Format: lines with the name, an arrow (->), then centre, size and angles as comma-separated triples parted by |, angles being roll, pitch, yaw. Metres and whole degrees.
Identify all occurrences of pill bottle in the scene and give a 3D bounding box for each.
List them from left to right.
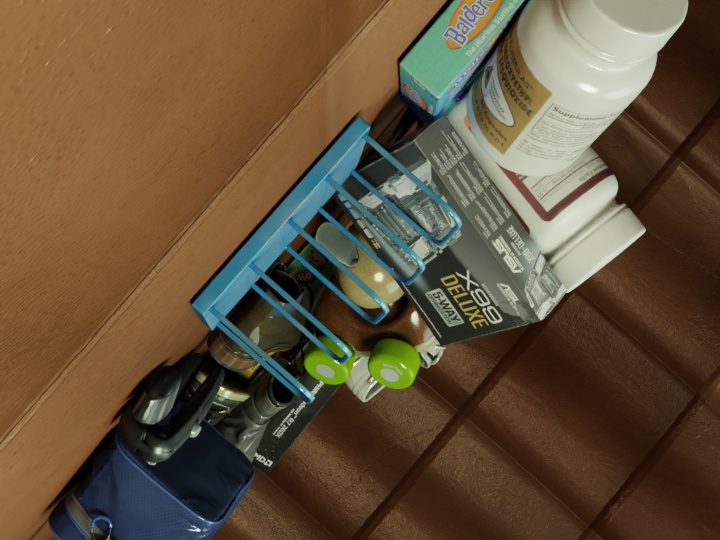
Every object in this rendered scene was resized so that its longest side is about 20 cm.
pill bottle -> 0.172, -0.086, 1.016 | 0.114, 0.200, 0.114 | -36, 171, -7
pill bottle -> 0.170, -0.169, 0.855 | 0.114, 0.114, 0.200 | -48, 177, -28

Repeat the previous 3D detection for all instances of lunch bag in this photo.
lunch bag -> -0.207, 0.229, 1.042 | 0.132, 0.136, 0.200 | -50, 177, 13

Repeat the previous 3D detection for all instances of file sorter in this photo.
file sorter -> -0.027, 0.000, 0.892 | 0.200, 0.123, 0.139 | -49, 178, -9

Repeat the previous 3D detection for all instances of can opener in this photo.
can opener -> -0.166, 0.123, 0.993 | 0.079, 0.063, 0.200 | -50, 178, 14

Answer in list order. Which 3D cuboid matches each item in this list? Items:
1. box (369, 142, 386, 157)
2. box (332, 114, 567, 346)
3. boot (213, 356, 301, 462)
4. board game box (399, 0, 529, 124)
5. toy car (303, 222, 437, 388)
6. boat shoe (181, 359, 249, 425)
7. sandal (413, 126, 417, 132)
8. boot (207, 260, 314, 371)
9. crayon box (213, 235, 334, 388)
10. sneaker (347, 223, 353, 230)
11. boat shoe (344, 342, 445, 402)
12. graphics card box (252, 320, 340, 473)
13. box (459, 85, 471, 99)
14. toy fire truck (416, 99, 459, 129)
box -> 0.087, -0.058, 1.216 | 0.049, 0.200, 0.161 | -54, 180, -6
box -> 0.078, -0.031, 1.000 | 0.050, 0.200, 0.157 | -42, -168, -31
boot -> -0.132, 0.185, 1.219 | 0.132, 0.070, 0.200 | -44, -159, 25
board game box -> 0.098, -0.203, 0.912 | 0.152, 0.045, 0.200 | -49, 179, 2
toy car -> 0.000, 0.000, 1.151 | 0.165, 0.157, 0.200 | -65, 144, -39
boat shoe -> -0.169, 0.143, 1.199 | 0.065, 0.073, 0.200 | -54, 179, -7
sandal -> 0.118, -0.195, 1.292 | 0.076, 0.043, 0.201 | -20, 147, -58
boot -> -0.079, 0.034, 1.140 | 0.097, 0.075, 0.200 | -47, 178, 28
crayon box -> -0.096, 0.052, 1.329 | 0.200, 0.058, 0.173 | -49, 178, -18
sneaker -> 0.038, -0.064, 1.395 | 0.201, 0.088, 0.080 | -66, 168, 25
boat shoe -> 0.067, 0.082, 1.246 | 0.199, 0.066, 0.072 | -30, 156, -18
graphics card box -> -0.079, 0.144, 1.341 | 0.200, 0.051, 0.126 | -50, -161, 11
box -> 0.160, -0.255, 1.113 | 0.200, 0.064, 0.070 | -48, 178, -33
toy fire truck -> 0.141, -0.167, 1.224 | 0.167, 0.113, 0.200 | -22, 156, -5
